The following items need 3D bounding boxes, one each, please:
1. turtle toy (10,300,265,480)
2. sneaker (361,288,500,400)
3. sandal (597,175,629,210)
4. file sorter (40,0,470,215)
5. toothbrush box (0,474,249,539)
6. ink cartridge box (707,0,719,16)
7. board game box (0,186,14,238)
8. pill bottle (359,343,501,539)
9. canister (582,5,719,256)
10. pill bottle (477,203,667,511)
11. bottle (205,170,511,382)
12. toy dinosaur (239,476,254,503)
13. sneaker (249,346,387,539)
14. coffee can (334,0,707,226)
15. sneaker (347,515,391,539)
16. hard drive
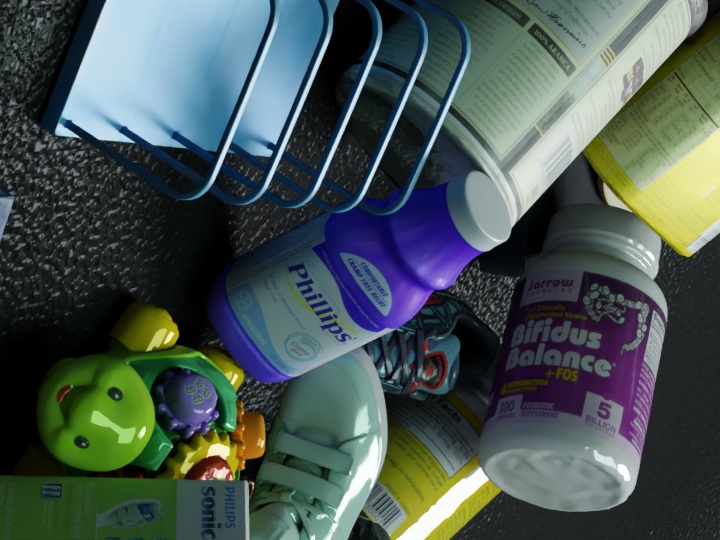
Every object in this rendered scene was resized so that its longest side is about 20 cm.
[{"bbox_3d":[-0.133,0.102,1.378,0.146,0.101,0.200,-56,142,-3],"label":"turtle toy"},{"bbox_3d":[0.025,0.045,1.556,0.200,0.095,0.079,-9,124,-51],"label":"sneaker"},{"bbox_3d":[0.214,-0.082,1.647,0.078,0.070,0.212,-52,148,-8],"label":"sandal"},{"bbox_3d":[-0.051,-0.111,1.288,0.200,0.123,0.139,2,117,-55],"label":"file sorter"},{"bbox_3d":[-0.167,0.197,1.325,0.199,0.086,0.146,2,132,-4],"label":"toothbrush box"},{"bbox_3d":[0.251,-0.192,1.656,0.117,0.067,0.200,-48,167,-13],"label":"ink cartridge box"},{"bbox_3d":[-0.278,0.018,1.169,0.200,0.034,0.136,-7,123,-52],"label":"board game box"},{"bbox_3d":[0.037,0.141,1.642,0.200,0.114,0.114,-39,145,-26],"label":"pill bottle"},{"bbox_3d":[0.258,-0.113,1.543,0.200,0.087,0.148,-39,141,12],"label":"canister"},{"bbox_3d":[0.154,0.058,1.599,0.112,0.112,0.200,63,35,-55],"label":"pill bottle"},{"bbox_3d":[0.000,0.000,1.401,0.084,0.200,0.065,54,32,-16],"label":"bottle"},{"bbox_3d":[-0.121,0.177,1.497,0.200,0.060,0.106,-21,144,-47],"label":"toy dinosaur"},{"bbox_3d":[-0.039,0.143,1.440,0.118,0.074,0.201,-5,108,-74],"label":"sneaker"},{"bbox_3d":[0.102,-0.140,1.452,0.200,0.146,0.146,-46,147,-17],"label":"coffee can"},{"bbox_3d":[-0.063,0.220,1.564,0.199,0.070,0.093,-26,162,12],"label":"sneaker"},{"bbox_3d":[0.144,-0.095,1.648,0.135,0.042,0.200,-33,141,-35],"label":"hard drive"}]
